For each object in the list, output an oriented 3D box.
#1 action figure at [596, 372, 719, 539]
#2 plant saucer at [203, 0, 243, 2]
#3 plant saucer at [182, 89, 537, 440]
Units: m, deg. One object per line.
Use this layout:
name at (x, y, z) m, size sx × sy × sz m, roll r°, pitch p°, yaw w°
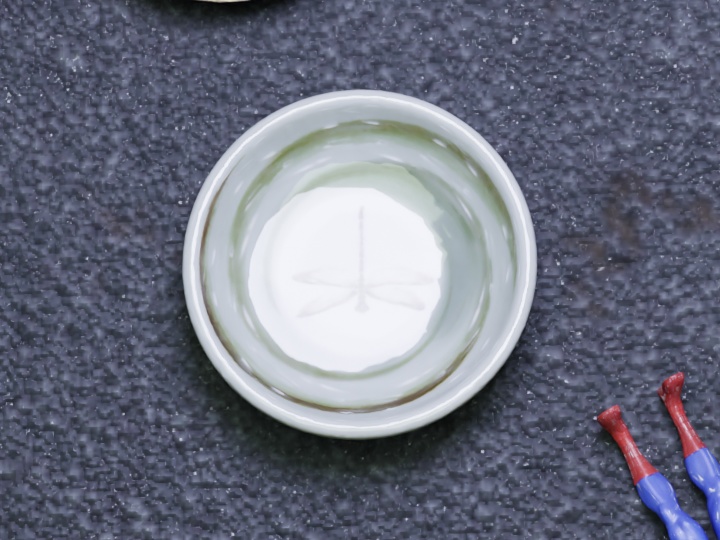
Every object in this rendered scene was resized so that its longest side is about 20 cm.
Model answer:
action figure at (0.198, 0.157, 1.598) m, size 0.065 × 0.052 × 0.201 m, roll -26°, pitch 78°, yaw -8°
plant saucer at (-0.077, -0.248, 1.721) m, size 0.199 × 0.035 × 0.202 m, roll -1°, pitch 76°, yaw 2°
plant saucer at (0.000, 0.000, 1.646) m, size 0.199 × 0.050 × 0.202 m, roll -1°, pitch 76°, yaw 2°
